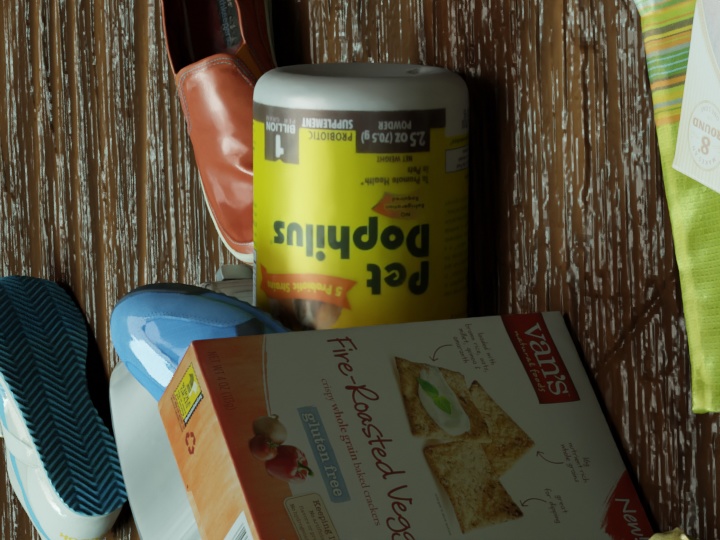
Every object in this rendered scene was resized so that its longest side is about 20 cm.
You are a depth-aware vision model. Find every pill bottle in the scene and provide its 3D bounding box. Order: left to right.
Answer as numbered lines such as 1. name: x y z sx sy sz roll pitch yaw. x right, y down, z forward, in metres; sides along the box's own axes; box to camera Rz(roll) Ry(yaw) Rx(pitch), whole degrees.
1. pill bottle: 0.000 0.000 1.417 0.109 0.109 0.202 16 108 60

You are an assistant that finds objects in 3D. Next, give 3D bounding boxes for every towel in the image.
1. towel: 0.155 -0.042 1.215 0.086 0.018 0.202 -19 78 62

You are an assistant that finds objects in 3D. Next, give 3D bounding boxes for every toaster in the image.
1. toaster: -0.058 0.099 1.538 0.129 0.113 0.201 -52 46 49

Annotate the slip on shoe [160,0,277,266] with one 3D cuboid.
1. slip on shoe: -0.074 -0.097 1.573 0.074 0.061 0.201 -20 72 27

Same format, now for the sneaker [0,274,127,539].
1. sneaker: -0.212 0.094 1.869 0.081 0.076 0.201 119 140 -49

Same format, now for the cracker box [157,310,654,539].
1. cracker box: 0.022 0.093 1.292 0.058 0.199 0.135 -58 45 47

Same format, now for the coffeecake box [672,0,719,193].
1. coffeecake box: 0.199 -0.112 1.062 0.153 0.073 0.202 35 125 54

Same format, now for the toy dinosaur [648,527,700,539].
1. toy dinosaur: 0.092 0.152 1.259 0.199 0.101 0.059 -25 44 32

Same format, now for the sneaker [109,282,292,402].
1. sneaker: -0.045 0.079 1.352 0.200 0.078 0.066 35 129 8
